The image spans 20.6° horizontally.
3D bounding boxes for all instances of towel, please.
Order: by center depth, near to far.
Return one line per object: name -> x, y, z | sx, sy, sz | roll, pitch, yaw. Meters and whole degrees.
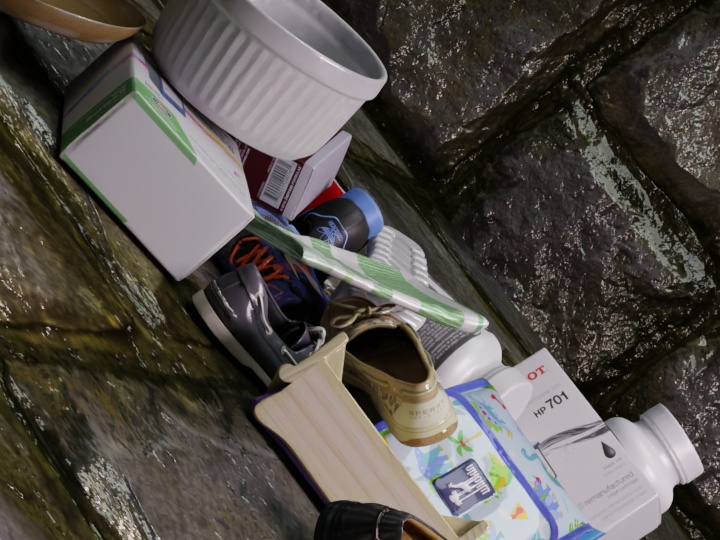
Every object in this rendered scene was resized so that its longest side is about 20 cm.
towel -> 0.000, 0.000, 1.695 | 0.199, 0.024, 0.152 | 24, 4, -31

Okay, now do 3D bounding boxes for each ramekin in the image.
ramekin -> -0.085, -0.184, 1.696 | 0.200, 0.105, 0.200 | 34, 16, -12

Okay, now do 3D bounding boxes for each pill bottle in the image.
pill bottle -> 0.065, 0.081, 1.928 | 0.200, 0.116, 0.116 | 44, 5, 23
pill bottle -> 0.249, 0.225, 2.049 | 0.113, 0.199, 0.113 | 58, -2, 4

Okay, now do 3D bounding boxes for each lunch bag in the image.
lunch bag -> 0.084, 0.193, 1.666 | 0.170, 0.127, 0.200 | 54, 26, 14

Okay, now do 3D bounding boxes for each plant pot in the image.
plant pot -> -0.275, -0.237, 1.653 | 0.199, 0.028, 0.200 | 25, 14, -7

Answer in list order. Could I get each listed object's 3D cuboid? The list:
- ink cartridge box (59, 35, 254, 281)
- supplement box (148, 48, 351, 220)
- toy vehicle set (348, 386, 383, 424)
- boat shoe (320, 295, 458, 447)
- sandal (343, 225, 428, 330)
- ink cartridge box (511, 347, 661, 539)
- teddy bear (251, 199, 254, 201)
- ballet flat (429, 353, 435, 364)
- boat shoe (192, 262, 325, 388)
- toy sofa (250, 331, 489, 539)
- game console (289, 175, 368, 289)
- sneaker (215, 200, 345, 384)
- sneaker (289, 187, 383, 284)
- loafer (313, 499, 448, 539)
ink cartridge box -> -0.171, -0.099, 1.634 | 0.145, 0.087, 0.200 | 47, 7, -19
supplement box -> -0.120, -0.131, 1.799 | 0.199, 0.061, 0.109 | 30, 27, 8
toy vehicle set -> 0.059, 0.187, 1.843 | 0.200, 0.026, 0.124 | 51, 8, -2
boat shoe -> 0.021, 0.067, 1.629 | 0.200, 0.073, 0.063 | 45, -26, 51
sandal -> 0.023, 0.023, 1.845 | 0.082, 0.050, 0.203 | 33, 26, -3
ink cartridge box -> 0.181, 0.201, 1.960 | 0.200, 0.146, 0.086 | 53, -11, 28
teddy bear -> -0.130, -0.087, 1.869 | 0.145, 0.067, 0.200 | 47, 9, -12
ballet flat -> 0.026, 0.083, 1.796 | 0.066, 0.057, 0.200 | 30, 1, -22
boat shoe -> -0.054, 0.069, 1.611 | 0.200, 0.063, 0.073 | 47, 6, -34
toy sofa -> 0.000, 0.157, 1.530 | 0.200, 0.097, 0.083 | 52, -16, 7
game console -> -0.074, -0.085, 2.018 | 0.200, 0.172, 0.119 | 51, 35, 2
sneaker -> -0.070, 0.016, 1.739 | 0.200, 0.075, 0.078 | 51, 11, 6
sneaker -> -0.052, -0.018, 1.859 | 0.070, 0.078, 0.200 | 56, -29, 3
loafer -> 0.050, 0.224, 1.411 | 0.200, 0.072, 0.073 | 36, 57, -43
